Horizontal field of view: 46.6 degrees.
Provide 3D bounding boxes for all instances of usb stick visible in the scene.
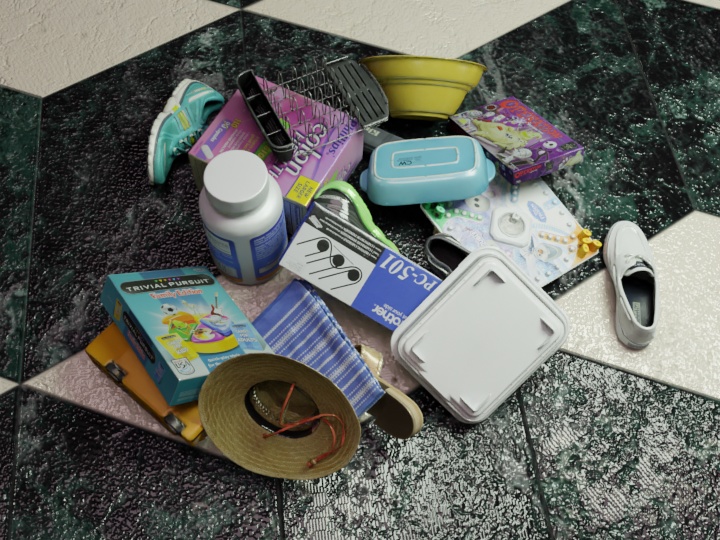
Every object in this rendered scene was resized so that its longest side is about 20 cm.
[{"bbox_3d":[0.002,-0.212,1.315,0.200,0.033,0.055,26,53,13],"label":"usb stick"}]

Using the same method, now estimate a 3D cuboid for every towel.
[{"bbox_3d":[-0.074,0.125,1.092,0.145,0.024,0.200,-44,66,15],"label":"towel"}]

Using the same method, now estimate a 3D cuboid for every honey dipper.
[{"bbox_3d":[0.113,0.012,1.190,0.038,0.038,0.200,8,60,3],"label":"honey dipper"}]

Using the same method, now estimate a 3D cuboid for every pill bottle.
[{"bbox_3d":[-0.159,-0.073,1.140,0.112,0.200,0.112,1,61,-1],"label":"pill bottle"}]

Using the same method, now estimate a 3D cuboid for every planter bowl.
[{"bbox_3d":[0.093,-0.278,1.302,0.200,0.200,0.084,4,97,1],"label":"planter bowl"}]

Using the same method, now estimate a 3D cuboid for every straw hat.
[{"bbox_3d":[-0.092,0.161,1.036,0.201,0.201,0.085,12,30,5],"label":"straw hat"}]

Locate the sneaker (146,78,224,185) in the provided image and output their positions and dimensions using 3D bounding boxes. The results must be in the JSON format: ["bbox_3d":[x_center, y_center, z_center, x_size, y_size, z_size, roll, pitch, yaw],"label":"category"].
[{"bbox_3d":[-0.274,-0.215,1.293,0.080,0.078,0.200,20,62,0],"label":"sneaker"}]

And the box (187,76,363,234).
[{"bbox_3d":[-0.123,-0.172,1.256,0.200,0.097,0.176,26,63,12],"label":"box"}]

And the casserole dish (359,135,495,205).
[{"bbox_3d":[0.095,-0.151,1.218,0.200,0.039,0.121,-5,45,8],"label":"casserole dish"}]

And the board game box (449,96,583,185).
[{"bbox_3d":[0.232,-0.202,1.274,0.120,0.032,0.200,-17,38,-16],"label":"board game box"}]

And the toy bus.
[{"bbox_3d":[-0.265,0.147,1.085,0.200,0.078,0.065,36,65,17],"label":"toy bus"}]

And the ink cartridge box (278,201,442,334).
[{"bbox_3d":[0.000,0.000,1.113,0.200,0.044,0.094,31,94,-10],"label":"ink cartridge box"}]

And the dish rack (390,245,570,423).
[{"bbox_3d":[0.156,0.087,1.078,0.172,0.044,0.200,44,95,-4],"label":"dish rack"}]

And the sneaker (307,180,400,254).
[{"bbox_3d":[-0.003,-0.028,1.171,0.084,0.077,0.200,-36,89,-16],"label":"sneaker"}]

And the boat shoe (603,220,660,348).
[{"bbox_3d":[0.392,0.008,1.183,0.073,0.065,0.200,-1,61,-2],"label":"boat shoe"}]

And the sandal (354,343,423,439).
[{"bbox_3d":[0.011,0.140,1.111,0.212,0.078,0.070,38,32,28],"label":"sandal"}]

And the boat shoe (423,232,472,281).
[{"bbox_3d":[0.158,0.025,1.126,0.073,0.063,0.200,-46,73,7],"label":"boat shoe"}]

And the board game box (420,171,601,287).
[{"bbox_3d":[0.221,-0.067,1.219,0.200,0.026,0.200,-28,72,-24],"label":"board game box"}]

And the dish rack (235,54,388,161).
[{"bbox_3d":[-0.063,-0.246,1.213,0.200,0.055,0.153,-23,64,-14],"label":"dish rack"}]

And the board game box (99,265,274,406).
[{"bbox_3d":[-0.222,0.077,1.082,0.151,0.047,0.200,-7,43,-44],"label":"board game box"}]
